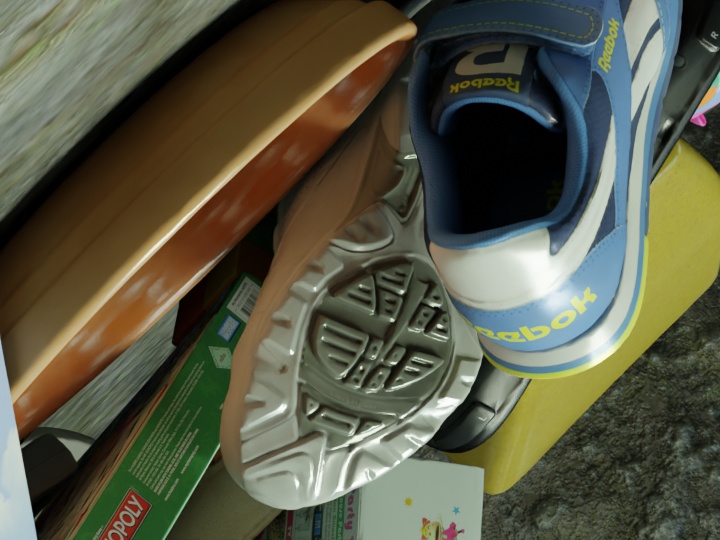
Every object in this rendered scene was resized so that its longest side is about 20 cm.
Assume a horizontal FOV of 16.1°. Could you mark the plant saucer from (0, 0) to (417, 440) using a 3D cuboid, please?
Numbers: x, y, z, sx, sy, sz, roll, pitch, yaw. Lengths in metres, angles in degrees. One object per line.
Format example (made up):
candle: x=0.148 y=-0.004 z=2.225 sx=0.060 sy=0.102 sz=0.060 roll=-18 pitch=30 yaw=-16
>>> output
plant saucer: x=-0.064 y=-0.018 z=0.801 sx=0.200 sy=0.037 sz=0.200 roll=-44 pitch=178 yaw=-2

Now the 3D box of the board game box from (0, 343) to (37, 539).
board game box: x=-0.130 y=0.134 z=0.679 sx=0.037 sy=0.200 sz=0.151 roll=-1 pitch=-162 yaw=24

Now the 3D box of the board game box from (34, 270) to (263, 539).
board game box: x=-0.098 y=0.097 z=0.905 sx=0.135 sy=0.029 sz=0.200 roll=-46 pitch=-172 yaw=33

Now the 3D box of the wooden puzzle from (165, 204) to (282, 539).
wooden puzzle: x=-0.032 y=0.008 z=1.112 sx=0.185 sy=0.046 sz=0.200 roll=-46 pitch=-153 yaw=32

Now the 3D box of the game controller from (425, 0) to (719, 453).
game controller: x=0.061 y=-0.032 z=0.937 sx=0.200 sy=0.042 sz=0.104 roll=-58 pitch=-152 yaw=3

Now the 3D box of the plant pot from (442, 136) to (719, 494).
plant pot: x=0.077 y=-0.033 z=1.349 sx=0.194 sy=0.195 sz=0.200 roll=-44 pitch=169 yaw=-15

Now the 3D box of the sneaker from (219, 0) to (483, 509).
sneaker: x=0.000 y=0.000 z=0.902 sx=0.099 sy=0.078 sz=0.200 roll=-22 pitch=-143 yaw=59

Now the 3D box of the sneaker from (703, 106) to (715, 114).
sneaker: x=0.174 y=-0.163 z=1.151 sx=0.090 sy=0.066 sz=0.200 roll=-33 pitch=140 yaw=-47

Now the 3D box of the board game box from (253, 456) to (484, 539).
board game box: x=-0.028 y=0.163 z=1.108 sx=0.200 sy=0.064 sz=0.148 roll=-19 pitch=-116 yaw=59

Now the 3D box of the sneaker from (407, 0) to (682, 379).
sneaker: x=0.059 y=-0.070 z=0.832 sx=0.074 sy=0.200 sz=0.082 roll=-10 pitch=154 yaw=26

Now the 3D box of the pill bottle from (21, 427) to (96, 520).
pill bottle: x=-0.146 y=0.132 z=1.139 sx=0.111 sy=0.111 sz=0.200 roll=-44 pitch=178 yaw=-18

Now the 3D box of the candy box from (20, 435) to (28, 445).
candy box: x=-0.195 y=0.113 z=0.994 sx=0.102 sy=0.026 sz=0.200 roll=-36 pitch=172 yaw=-49

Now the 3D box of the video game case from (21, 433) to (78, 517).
video game case: x=-0.212 y=0.151 z=0.937 sx=0.200 sy=0.022 sz=0.182 roll=-34 pitch=170 yaw=-49

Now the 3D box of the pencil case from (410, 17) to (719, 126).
pencil case: x=0.081 y=-0.081 z=1.071 sx=0.200 sy=0.088 sz=0.088 roll=-19 pitch=161 yaw=-41
